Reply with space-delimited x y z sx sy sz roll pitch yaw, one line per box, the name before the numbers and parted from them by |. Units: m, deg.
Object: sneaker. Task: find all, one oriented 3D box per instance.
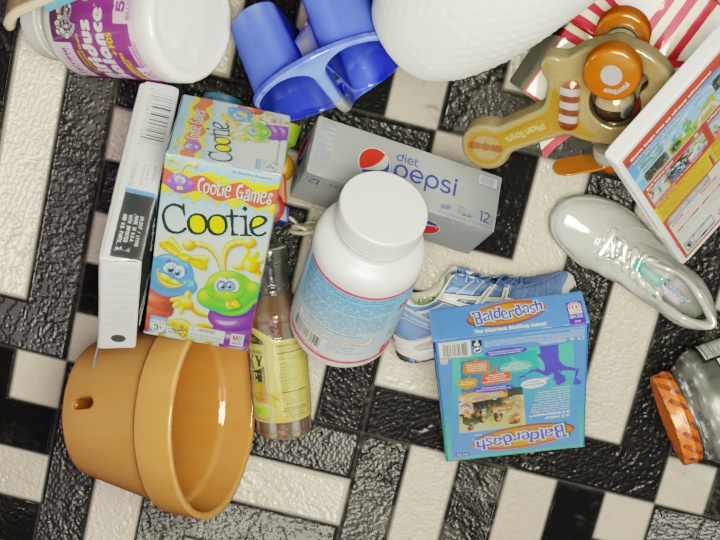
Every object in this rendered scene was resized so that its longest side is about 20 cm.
sneaker | 0.281 -0.007 1.164 0.199 0.089 0.076 33 102 -5
sneaker | 0.123 0.033 1.183 0.198 0.076 0.078 -17 105 4

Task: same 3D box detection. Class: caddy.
caddy | -0.036 -0.198 1.085 0.140 0.200 0.106 -26 84 9

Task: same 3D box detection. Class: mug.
mug | 0.109 -0.259 1.005 0.175 0.200 0.148 -33 101 37

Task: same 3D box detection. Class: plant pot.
plant pot | -0.207 0.144 1.168 0.138 0.200 0.203 1 102 18

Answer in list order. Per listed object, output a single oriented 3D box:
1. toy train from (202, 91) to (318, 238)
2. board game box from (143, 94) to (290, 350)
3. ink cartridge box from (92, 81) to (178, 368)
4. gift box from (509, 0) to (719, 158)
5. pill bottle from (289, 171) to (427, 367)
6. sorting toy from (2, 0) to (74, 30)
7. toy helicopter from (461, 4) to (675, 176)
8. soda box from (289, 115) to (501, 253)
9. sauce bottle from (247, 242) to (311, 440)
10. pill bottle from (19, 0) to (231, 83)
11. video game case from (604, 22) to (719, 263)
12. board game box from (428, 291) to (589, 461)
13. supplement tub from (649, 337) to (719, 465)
toy train | -0.084 -0.099 1.169 0.198 0.085 0.117 15 85 -8
board game box | -0.133 -0.041 1.066 0.102 0.105 0.201 10 127 -6
ink cartridge box | -0.212 -0.036 1.081 0.043 0.200 0.201 11 146 -9
gift box | 0.252 -0.177 1.080 0.183 0.187 0.201 29 100 -4
pill bottle | 0.000 0.000 1.101 0.108 0.110 0.201 19 143 -2
sorting toy | -0.229 -0.301 1.045 0.198 0.186 0.037 -24 130 11
toy helicopter | 0.180 -0.128 0.994 0.199 0.079 0.133 -18 120 33
soda box | 0.035 -0.082 1.138 0.198 0.068 0.064 17 67 -13
sauce bottle | -0.088 0.073 1.205 0.064 0.065 0.203 -4 100 2
pill bottle | -0.227 -0.236 1.084 0.198 0.112 0.114 10 105 37
video game case | 0.292 -0.102 0.986 0.143 0.017 0.200 -48 141 2
board game box | 0.151 0.111 1.164 0.150 0.045 0.201 -7 135 2
supplement tub | 0.405 0.119 1.169 0.198 0.123 0.124 -21 100 6
